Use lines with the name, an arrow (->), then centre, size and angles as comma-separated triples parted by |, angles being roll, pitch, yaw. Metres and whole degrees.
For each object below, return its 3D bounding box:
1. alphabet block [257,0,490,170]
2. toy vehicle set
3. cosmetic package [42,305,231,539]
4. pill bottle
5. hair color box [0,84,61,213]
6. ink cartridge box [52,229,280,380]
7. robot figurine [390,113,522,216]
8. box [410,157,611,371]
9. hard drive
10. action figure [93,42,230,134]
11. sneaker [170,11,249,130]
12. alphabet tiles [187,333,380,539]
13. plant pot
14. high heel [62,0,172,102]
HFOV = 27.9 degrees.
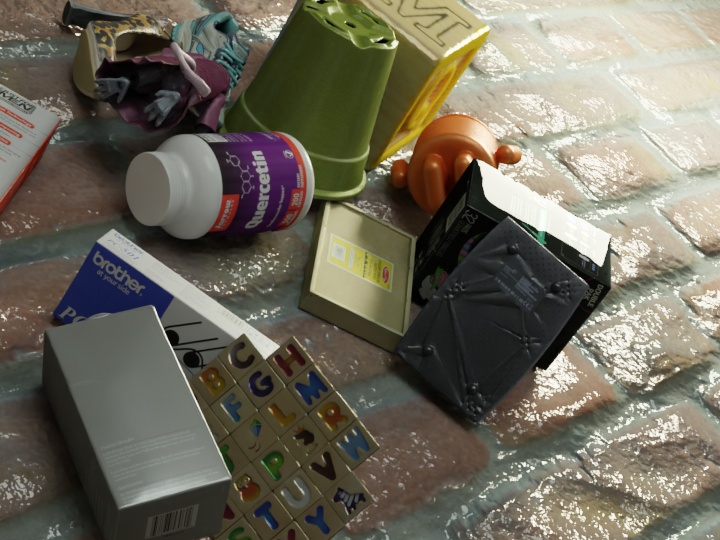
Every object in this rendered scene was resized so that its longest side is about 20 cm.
alphabet block -> 0.018, -0.285, 1.898 | 0.200, 0.196, 0.196 | 39, 35, 8
toy vehicle set -> 0.000, 0.000, 1.670 | 0.124, 0.027, 0.200 | 27, 34, -13
cosmetic package -> -0.197, 0.136, 1.251 | 0.106, 0.090, 0.200 | -11, 50, -24
pill bottle -> -0.153, -0.093, 1.574 | 0.199, 0.113, 0.113 | -8, 52, -46
hair color box -> -0.383, -0.109, 1.436 | 0.101, 0.061, 0.200 | 30, 34, -8
ink cartridge box -> -0.182, 0.058, 1.369 | 0.200, 0.094, 0.044 | 36, 22, 0
robot figurine -> 0.122, -0.134, 1.851 | 0.117, 0.144, 0.200 | 42, 19, -9
box -> 0.179, -0.007, 1.726 | 0.199, 0.149, 0.125 | 29, 32, -9
hard drive -> 0.144, 0.055, 1.603 | 0.135, 0.200, 0.042 | 40, -9, 2
action figure -> -0.197, -0.214, 1.598 | 0.134, 0.149, 0.200 | 57, 30, 6
sneaker -> -0.178, -0.247, 1.743 | 0.078, 0.086, 0.201 | 55, 17, -45
alphabet tiles -> -0.085, 0.160, 1.292 | 0.200, 0.166, 0.006 | 50, -1, 22
plant pot -> -0.048, -0.219, 1.731 | 0.199, 0.191, 0.200 | 20, 28, -11
high heel -> -0.267, -0.248, 1.706 | 0.142, 0.072, 0.200 | 12, 35, -30
